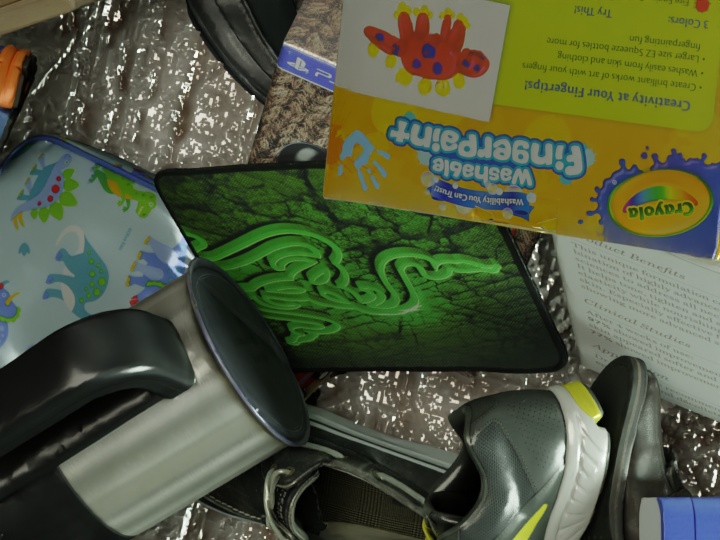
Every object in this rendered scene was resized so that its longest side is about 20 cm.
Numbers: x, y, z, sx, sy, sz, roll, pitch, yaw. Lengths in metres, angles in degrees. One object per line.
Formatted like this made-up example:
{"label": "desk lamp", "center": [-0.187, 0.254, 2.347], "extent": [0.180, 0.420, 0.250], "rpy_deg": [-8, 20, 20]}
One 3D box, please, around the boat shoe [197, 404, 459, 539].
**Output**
{"label": "boat shoe", "center": [-0.023, 0.118, 1.612], "extent": [0.199, 0.071, 0.072], "rpy_deg": [6, 108, 25]}

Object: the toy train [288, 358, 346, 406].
{"label": "toy train", "center": [-0.036, 0.059, 1.685], "extent": [0.200, 0.046, 0.034], "rpy_deg": [-45, 74, 10]}

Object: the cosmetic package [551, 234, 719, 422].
{"label": "cosmetic package", "center": [0.209, -0.029, 1.507], "extent": [0.167, 0.200, 0.167], "rpy_deg": [23, 71, 18]}

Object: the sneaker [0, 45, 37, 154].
{"label": "sneaker", "center": [-0.249, -0.070, 1.713], "extent": [0.078, 0.075, 0.200], "rpy_deg": [25, 133, -6]}

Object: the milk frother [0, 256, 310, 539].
{"label": "milk frother", "center": [-0.122, 0.127, 1.554], "extent": [0.188, 0.180, 0.200], "rpy_deg": [-31, 85, 14]}

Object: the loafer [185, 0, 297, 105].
{"label": "loafer", "center": [-0.070, -0.177, 1.703], "extent": [0.070, 0.068, 0.201], "rpy_deg": [-37, 72, 21]}

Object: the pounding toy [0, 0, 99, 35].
{"label": "pounding toy", "center": [-0.205, -0.237, 1.705], "extent": [0.200, 0.142, 0.185], "rpy_deg": [-11, 102, 48]}

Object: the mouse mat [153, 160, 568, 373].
{"label": "mouse mat", "center": [0.000, 0.000, 1.571], "extent": [0.199, 0.161, 0.008], "rpy_deg": [-1, 46, 31]}

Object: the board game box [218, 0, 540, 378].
{"label": "board game box", "center": [0.028, -0.061, 1.569], "extent": [0.159, 0.200, 0.097], "rpy_deg": [23, 53, 3]}

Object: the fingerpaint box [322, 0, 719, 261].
{"label": "fingerpaint box", "center": [0.093, -0.101, 1.352], "extent": [0.199, 0.073, 0.168], "rpy_deg": [9, 97, 26]}

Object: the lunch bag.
{"label": "lunch bag", "center": [-0.160, 0.036, 1.706], "extent": [0.160, 0.082, 0.201], "rpy_deg": [25, 93, 24]}

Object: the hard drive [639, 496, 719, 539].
{"label": "hard drive", "center": [0.236, 0.183, 1.525], "extent": [0.199, 0.025, 0.133], "rpy_deg": [2, 85, -27]}

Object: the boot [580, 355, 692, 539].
{"label": "boot", "center": [0.197, 0.147, 1.557], "extent": [0.173, 0.069, 0.201], "rpy_deg": [2, 92, -19]}

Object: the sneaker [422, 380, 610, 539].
{"label": "sneaker", "center": [0.067, 0.146, 1.535], "extent": [0.084, 0.075, 0.201], "rpy_deg": [5, 110, -17]}
